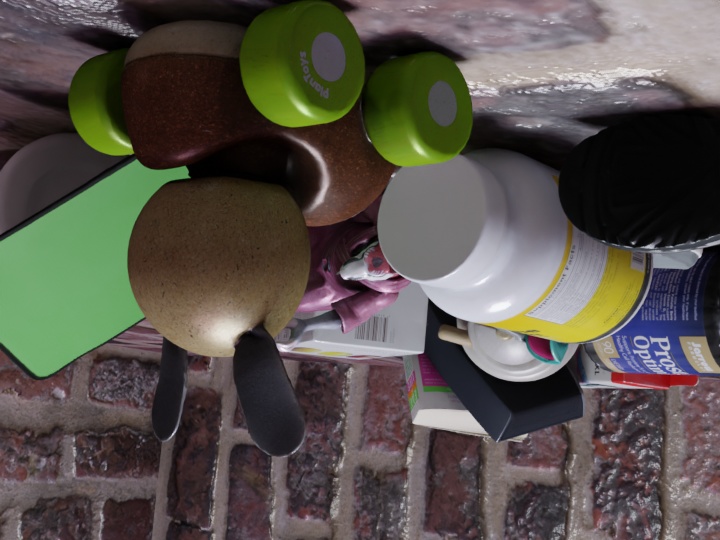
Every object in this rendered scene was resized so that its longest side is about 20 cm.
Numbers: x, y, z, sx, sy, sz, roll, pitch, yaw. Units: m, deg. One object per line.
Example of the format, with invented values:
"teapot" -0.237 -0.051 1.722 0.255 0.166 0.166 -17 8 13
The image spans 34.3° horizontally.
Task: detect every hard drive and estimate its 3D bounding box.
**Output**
"hard drive" 0.143 0.086 1.250 0.135 0.200 0.042 -10 138 -31

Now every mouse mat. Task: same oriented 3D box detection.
"mouse mat" -0.158 -0.010 0.766 0.200 0.008 0.161 -32 150 -7

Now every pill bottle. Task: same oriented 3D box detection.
"pill bottle" 0.102 -0.017 0.767 0.112 0.112 0.200 -2 170 39
"pill bottle" -0.226 -0.030 0.873 0.112 0.112 0.200 8 172 -20
"pill bottle" 0.305 0.038 1.043 0.112 0.112 0.200 12 170 -43

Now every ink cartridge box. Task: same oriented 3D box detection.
"ink cartridge box" 0.271 0.067 1.256 0.067 0.116 0.200 10 170 -28

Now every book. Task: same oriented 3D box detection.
"book" 0.112 0.089 1.298 0.134 0.200 0.048 9 134 -14

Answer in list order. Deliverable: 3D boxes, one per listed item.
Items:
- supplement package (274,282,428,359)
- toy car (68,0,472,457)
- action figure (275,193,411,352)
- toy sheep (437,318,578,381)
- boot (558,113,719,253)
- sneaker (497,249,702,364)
"supplement package" -0.017 0.029 1.176 0.114 0.110 0.200 8 172 -16
"toy car" -0.053 -0.011 0.579 0.164 0.200 0.158 -2 169 43
"action figure" 0.000 0.000 0.852 0.149 0.134 0.200 12 176 -23
"toy sheep" 0.154 0.049 1.160 0.138 0.138 0.200 2 -170 17
"boot" 0.236 -0.035 0.677 0.200 0.076 0.168 -7 164 30
"sneaker" 0.171 0.015 0.924 0.200 0.121 0.084 5 172 -4
